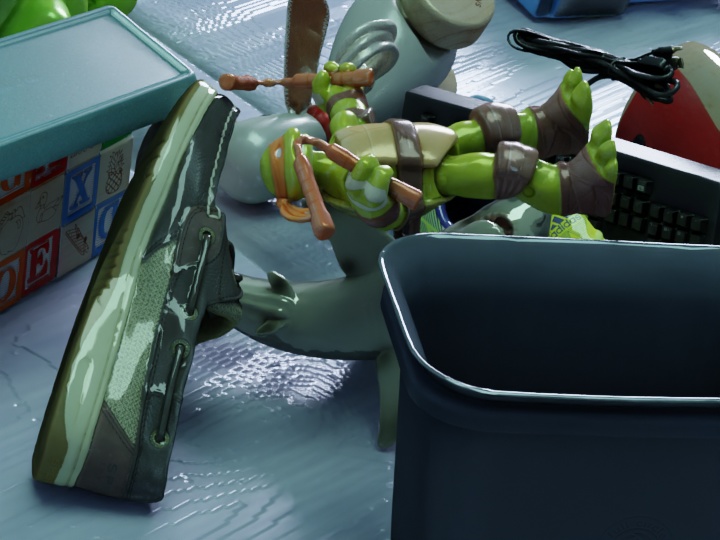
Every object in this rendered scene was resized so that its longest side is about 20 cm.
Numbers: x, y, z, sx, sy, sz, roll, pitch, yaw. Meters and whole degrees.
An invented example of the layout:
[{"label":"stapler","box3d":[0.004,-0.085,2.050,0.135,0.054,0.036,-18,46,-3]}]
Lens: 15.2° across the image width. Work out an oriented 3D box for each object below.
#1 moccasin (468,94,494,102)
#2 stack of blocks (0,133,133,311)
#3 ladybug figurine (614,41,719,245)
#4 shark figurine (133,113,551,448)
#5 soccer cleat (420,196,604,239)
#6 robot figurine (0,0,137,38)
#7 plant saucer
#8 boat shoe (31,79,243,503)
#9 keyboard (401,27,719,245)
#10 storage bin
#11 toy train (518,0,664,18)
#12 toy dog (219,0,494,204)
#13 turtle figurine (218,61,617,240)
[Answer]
[{"label":"moccasin","box3d":[0.096,-0.049,1.381,0.080,0.069,0.200,-12,34,-34]},{"label":"stack of blocks","box3d":[-0.182,-0.041,1.233,0.058,0.116,0.200,21,29,23]},{"label":"ladybug figurine","box3d":[0.180,-0.034,1.328,0.072,0.136,0.200,-26,32,-3]},{"label":"shark figurine","box3d":[-0.020,0.010,1.240,0.213,0.129,0.089,10,-4,18]},{"label":"soccer cleat","box3d":[0.102,0.009,1.255,0.199,0.084,0.064,29,33,33]},{"label":"robot figurine","box3d":[-0.212,-0.158,1.447,0.175,0.116,0.200,26,19,-27]},{"label":"plant saucer","box3d":[-0.150,-0.075,1.170,0.070,0.019,0.200,40,34,18]},{"label":"boat shoe","box3d":[-0.083,0.012,1.161,0.066,0.072,0.202,24,59,-9]},{"label":"keyboard","box3d":[0.096,-0.057,1.307,0.199,0.128,0.021,19,11,39]},{"label":"storage bin","box3d":[0.098,0.071,1.080,0.198,0.135,0.146,3,28,-13]},{"label":"toy train","box3d":[0.168,-0.217,1.716,0.199,0.087,0.114,-5,39,-29]},{"label":"toy dog","box3d":[-0.016,-0.115,1.434,0.096,0.132,0.200,43,28,15]},{"label":"turtle figurine","box3d":[0.025,-0.043,1.149,0.160,0.065,0.200,-4,19,-8]}]
